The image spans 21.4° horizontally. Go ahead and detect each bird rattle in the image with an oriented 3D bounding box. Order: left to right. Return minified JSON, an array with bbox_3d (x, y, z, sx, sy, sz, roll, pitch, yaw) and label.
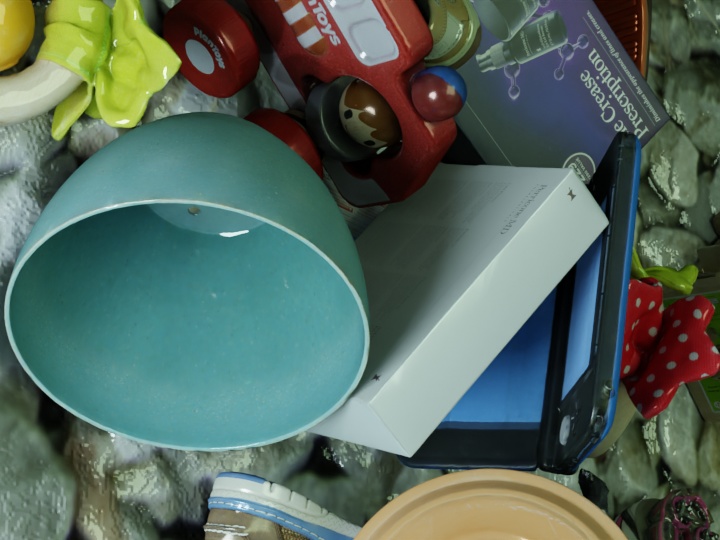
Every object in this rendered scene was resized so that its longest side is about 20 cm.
[{"bbox_3d":[-0.195,-0.159,1.064,0.163,0.113,0.200,-34,104,-27],"label":"bird rattle"},{"bbox_3d":[0.187,0.060,1.341,0.113,0.163,0.200,15,27,-14],"label":"bird rattle"}]

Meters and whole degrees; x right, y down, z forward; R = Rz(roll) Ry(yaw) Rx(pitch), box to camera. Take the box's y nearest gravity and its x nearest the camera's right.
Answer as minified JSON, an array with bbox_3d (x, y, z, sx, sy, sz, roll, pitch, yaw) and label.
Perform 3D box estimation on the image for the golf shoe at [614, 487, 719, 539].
[{"bbox_3d":[0.189,0.240,1.366,0.073,0.092,0.200,55,38,-13],"label":"golf shoe"}]

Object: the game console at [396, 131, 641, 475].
[{"bbox_3d":[0.099,0.021,1.223,0.118,0.171,0.200,9,71,-2],"label":"game console"}]

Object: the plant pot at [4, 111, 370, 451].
[{"bbox_3d":[-0.091,-0.012,1.087,0.200,0.200,0.135,43,33,-32],"label":"plant pot"}]

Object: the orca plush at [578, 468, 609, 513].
[{"bbox_3d":[0.118,0.231,1.322,0.071,0.105,0.200,20,81,-3],"label":"orca plush"}]

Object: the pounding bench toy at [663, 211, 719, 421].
[{"bbox_3d":[0.366,0.019,1.527,0.156,0.200,0.124,-43,112,-41],"label":"pounding bench toy"}]

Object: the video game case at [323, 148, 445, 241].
[{"bbox_3d":[0.000,0.000,1.285,0.143,0.018,0.200,25,65,-41],"label":"video game case"}]

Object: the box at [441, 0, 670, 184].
[{"bbox_3d":[0.106,-0.137,1.347,0.141,0.079,0.200,-45,117,-12],"label":"box"}]

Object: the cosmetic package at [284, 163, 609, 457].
[{"bbox_3d":[0.036,0.018,1.170,0.200,0.151,0.052,-48,115,-21],"label":"cosmetic package"}]

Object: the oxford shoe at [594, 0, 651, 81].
[{"bbox_3d":[0.209,-0.218,1.508,0.073,0.071,0.200,9,75,-50],"label":"oxford shoe"}]

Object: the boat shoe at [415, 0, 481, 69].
[{"bbox_3d":[0.006,-0.218,1.236,0.200,0.072,0.076,52,12,24],"label":"boat shoe"}]

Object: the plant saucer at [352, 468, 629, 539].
[{"bbox_3d":[0.076,0.213,1.119,0.032,0.200,0.200,70,27,-68],"label":"plant saucer"}]

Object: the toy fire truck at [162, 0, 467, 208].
[{"bbox_3d":[-0.015,-0.130,1.171,0.112,0.168,0.200,-39,107,-30],"label":"toy fire truck"}]

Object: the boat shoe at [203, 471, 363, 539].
[{"bbox_3d":[-0.023,0.193,1.194,0.200,0.072,0.072,29,70,-32],"label":"boat shoe"}]
